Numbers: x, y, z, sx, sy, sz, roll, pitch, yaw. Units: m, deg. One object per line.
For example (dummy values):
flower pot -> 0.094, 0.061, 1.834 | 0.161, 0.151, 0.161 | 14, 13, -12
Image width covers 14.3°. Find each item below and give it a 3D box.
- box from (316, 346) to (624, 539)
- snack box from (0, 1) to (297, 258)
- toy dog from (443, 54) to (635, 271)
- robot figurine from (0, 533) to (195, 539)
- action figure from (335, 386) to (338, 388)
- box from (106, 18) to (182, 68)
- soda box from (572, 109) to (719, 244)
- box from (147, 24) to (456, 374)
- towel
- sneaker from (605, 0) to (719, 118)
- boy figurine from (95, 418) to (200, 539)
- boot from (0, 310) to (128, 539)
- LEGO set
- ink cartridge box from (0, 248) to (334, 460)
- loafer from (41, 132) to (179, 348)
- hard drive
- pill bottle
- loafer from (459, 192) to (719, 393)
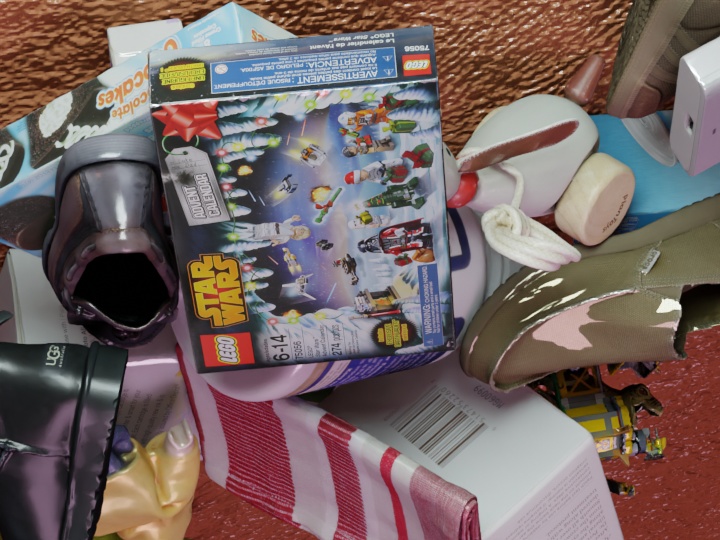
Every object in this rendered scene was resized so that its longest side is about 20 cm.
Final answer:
box -> 0.073, 0.151, 1.747 | 0.106, 0.152, 0.201 | -41, 142, -16
snack box -> -0.101, -0.062, 1.453 | 0.199, 0.037, 0.116 | -26, 151, 30
toy dog -> 0.082, -0.074, 1.530 | 0.131, 0.097, 0.200 | 23, -168, 10
robot figurine -> -0.201, 0.224, 2.009 | 0.199, 0.117, 0.175 | 8, 155, -36
action figure -> -0.051, 0.089, 1.876 | 0.199, 0.055, 0.118 | -10, 153, -14
box -> -0.109, -0.066, 1.533 | 0.041, 0.039, 0.200 | -10, 155, -6
soda box -> 0.220, -0.053, 1.676 | 0.199, 0.068, 0.064 | -4, 152, -16
box -> -0.025, -0.031, 1.405 | 0.136, 0.040, 0.201 | -5, 139, 2
towel -> -0.017, 0.121, 1.628 | 0.023, 0.199, 0.144 | -51, 156, -25
sneaker -> 0.177, -0.119, 1.470 | 0.075, 0.071, 0.200 | 17, 162, -2
boy figurine -> -0.145, 0.115, 1.667 | 0.124, 0.065, 0.200 | -21, 153, 18
boot -> -0.214, 0.097, 1.529 | 0.161, 0.074, 0.199 | 12, 126, -2
LEGO set -> 0.162, 0.067, 1.810 | 0.115, 0.155, 0.200 | -8, 158, -9
ink cartridge box -> -0.121, 0.050, 1.716 | 0.199, 0.088, 0.146 | -5, 153, -18
loafer -> -0.125, 0.002, 1.457 | 0.071, 0.063, 0.200 | -6, 155, -6
hard drive -> 0.248, -0.122, 1.433 | 0.199, 0.027, 0.132 | -29, 163, -5
pill bottle -> 0.000, 0.000, 1.600 | 0.199, 0.120, 0.120 | -9, 161, -46
loafer -> 0.150, 0.019, 1.599 | 0.199, 0.068, 0.076 | -26, 149, -4
